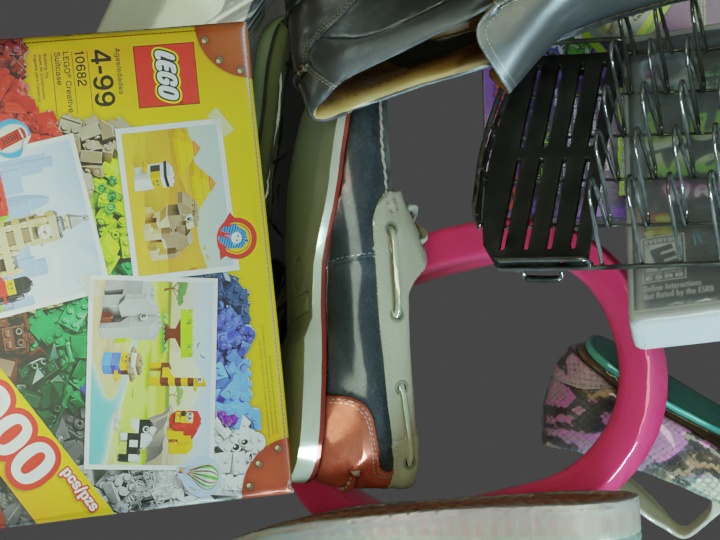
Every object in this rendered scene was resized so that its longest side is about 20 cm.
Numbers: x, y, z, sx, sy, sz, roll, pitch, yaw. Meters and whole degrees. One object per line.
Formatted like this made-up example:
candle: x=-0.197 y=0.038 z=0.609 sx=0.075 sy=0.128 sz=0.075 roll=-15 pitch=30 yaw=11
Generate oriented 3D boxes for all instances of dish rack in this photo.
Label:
dish rack: x=0.144 y=-0.063 z=0.800 sx=0.198 sy=0.055 sz=0.154 roll=-2 pitch=46 yaw=19

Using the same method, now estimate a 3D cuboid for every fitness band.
fitness band: x=0.048 y=0.054 z=0.893 sx=0.198 sy=0.037 sz=0.145 roll=-16 pitch=81 yaw=24

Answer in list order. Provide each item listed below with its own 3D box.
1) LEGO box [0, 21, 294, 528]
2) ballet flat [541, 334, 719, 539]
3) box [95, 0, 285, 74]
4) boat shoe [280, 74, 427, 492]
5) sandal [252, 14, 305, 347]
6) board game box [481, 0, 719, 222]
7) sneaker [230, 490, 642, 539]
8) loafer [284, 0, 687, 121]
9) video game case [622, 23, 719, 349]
LEGO box: x=-0.115 y=0.003 z=0.821 sx=0.147 sy=0.077 sz=0.202 roll=-6 pitch=88 yaw=-12
ballet flat: x=0.177 y=0.101 z=0.898 sx=0.198 sy=0.069 sz=0.072 roll=25 pitch=109 yaw=10
box: x=-0.062 y=-0.161 z=0.916 sx=0.068 sy=0.082 sz=0.202 roll=25 pitch=92 yaw=5
boat shoe: x=0.000 y=0.000 z=0.864 sx=0.062 sy=0.071 sz=0.202 roll=6 pitch=80 yaw=-15
sandal: x=-0.057 y=-0.025 z=0.922 sx=0.057 sy=0.080 sz=0.203 roll=10 pitch=83 yaw=23
board game box: x=0.117 y=-0.125 z=0.923 sx=0.119 sy=0.032 sz=0.202 roll=-1 pitch=88 yaw=2
sneaker: x=0.030 y=0.144 z=0.840 sx=0.198 sy=0.071 sz=0.081 roll=-6 pitch=88 yaw=23
loafer: x=0.063 y=-0.108 z=0.809 sx=0.198 sy=0.073 sz=0.073 roll=-9 pitch=68 yaw=19
video game case: x=0.213 y=-0.051 z=0.817 sx=0.198 sy=0.023 sz=0.183 roll=-8 pitch=45 yaw=14
